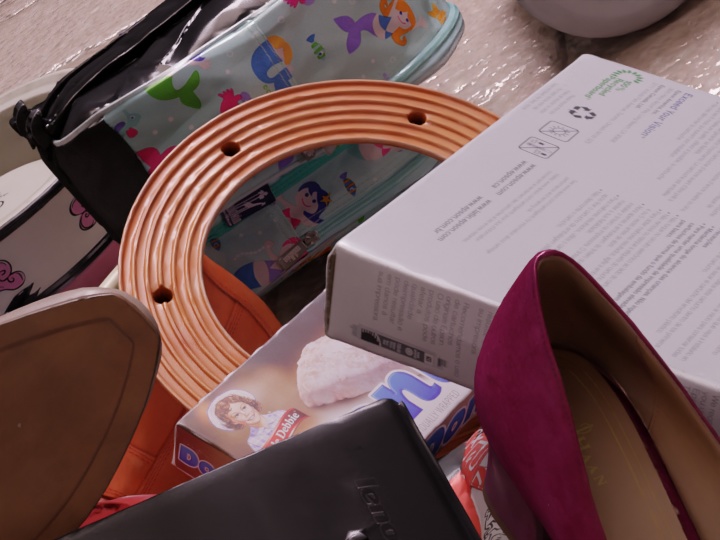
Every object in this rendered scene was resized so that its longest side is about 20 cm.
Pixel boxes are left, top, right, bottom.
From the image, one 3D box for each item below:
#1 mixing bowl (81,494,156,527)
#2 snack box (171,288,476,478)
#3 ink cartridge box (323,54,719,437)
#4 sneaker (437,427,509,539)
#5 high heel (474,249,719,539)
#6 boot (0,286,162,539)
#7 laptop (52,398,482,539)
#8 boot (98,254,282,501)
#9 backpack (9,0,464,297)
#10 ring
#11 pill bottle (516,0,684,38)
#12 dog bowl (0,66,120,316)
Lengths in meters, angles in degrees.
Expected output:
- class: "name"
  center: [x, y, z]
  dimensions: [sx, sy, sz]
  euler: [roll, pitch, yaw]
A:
- class: "mixing bowl"
  center: [-0.080, 0.150, 0.732]
  dimensions: [0.199, 0.109, 0.200]
  euler: [-27, 28, 15]
- class: "snack box"
  center: [0.016, 0.029, 0.800]
  dimensions: [0.072, 0.024, 0.200]
  euler: [29, 42, 19]
- class: "ink cartridge box"
  center: [0.121, -0.001, 0.724]
  dimensions: [0.199, 0.041, 0.199]
  euler: [19, 32, 25]
- class: "sneaker"
  center: [0.087, 0.090, 0.681]
  dimensions: [0.108, 0.067, 0.202]
  euler: [-35, 23, 6]
- class: "high heel"
  center: [0.097, 0.083, 0.579]
  dimensions: [0.067, 0.096, 0.200]
  euler: [-29, 51, -28]
- class: "boot"
  center: [-0.132, 0.067, 0.700]
  dimensions: [0.200, 0.070, 0.146]
  euler: [-40, 3, 9]
- class: "laptop"
  center: [-0.041, 0.173, 0.620]
  dimensions: [0.200, 0.116, 0.188]
  euler: [-50, 57, 34]
- class: "boot"
  center: [-0.108, 0.072, 0.899]
  dimensions: [0.075, 0.107, 0.200]
  euler: [-2, 42, 46]
- class: "backpack"
  center: [-0.044, -0.083, 1.020]
  dimensions: [0.200, 0.151, 0.177]
  euler: [-43, 13, -6]
- class: "ring"
  center: [0.000, 0.000, 0.879]
  dimensions: [0.199, 0.019, 0.201]
  euler: [0, 53, 0]
- class: "pill bottle"
  center: [0.105, -0.204, 1.100]
  dimensions: [0.115, 0.116, 0.200]
  euler: [-32, 26, 6]
- class: "dog bowl"
  center: [-0.201, -0.026, 1.210]
  dimensions: [0.199, 0.074, 0.200]
  euler: [-27, 27, 15]
